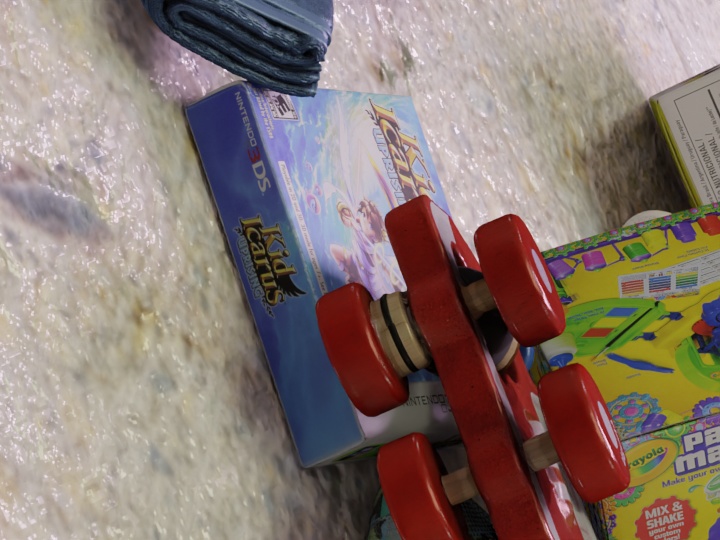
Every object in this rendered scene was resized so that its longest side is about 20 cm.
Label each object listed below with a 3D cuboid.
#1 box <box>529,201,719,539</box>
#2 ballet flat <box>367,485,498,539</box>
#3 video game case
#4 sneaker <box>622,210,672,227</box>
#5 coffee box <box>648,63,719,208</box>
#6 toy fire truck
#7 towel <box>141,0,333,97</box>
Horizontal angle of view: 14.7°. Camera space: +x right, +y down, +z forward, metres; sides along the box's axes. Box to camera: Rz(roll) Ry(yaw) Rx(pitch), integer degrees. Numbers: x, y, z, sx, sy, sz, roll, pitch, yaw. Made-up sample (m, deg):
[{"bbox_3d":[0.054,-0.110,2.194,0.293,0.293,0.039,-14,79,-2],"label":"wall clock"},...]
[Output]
[{"bbox_3d":[0.202,0.066,1.541,0.193,0.199,0.123,-112,-172,-57],"label":"box"},{"bbox_3d":[0.075,0.158,1.477,0.200,0.074,0.075,38,38,-45],"label":"ballet flat"},{"bbox_3d":[0.000,0.000,1.492,0.181,0.045,0.201,0,69,-61],"label":"video game case"},{"bbox_3d":[0.233,0.055,1.832,0.082,0.077,0.201,9,62,-65],"label":"sneaker"},{"bbox_3d":[0.323,-0.067,1.897,0.200,0.197,0.201,-38,104,-84],"label":"coffee box"},{"bbox_3d":[0.067,0.067,1.403,0.168,0.112,0.201,41,27,-70],"label":"toy fire truck"},{"bbox_3d":[-0.069,-0.181,1.478,0.111,0.049,0.201,24,39,-23],"label":"towel"}]
